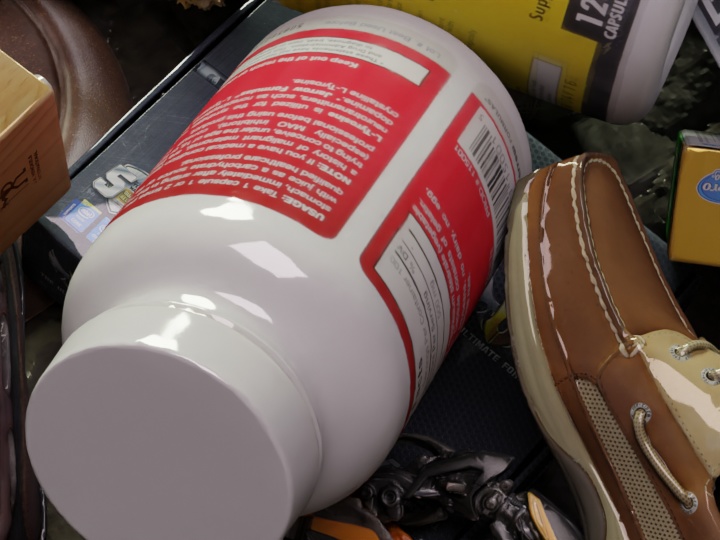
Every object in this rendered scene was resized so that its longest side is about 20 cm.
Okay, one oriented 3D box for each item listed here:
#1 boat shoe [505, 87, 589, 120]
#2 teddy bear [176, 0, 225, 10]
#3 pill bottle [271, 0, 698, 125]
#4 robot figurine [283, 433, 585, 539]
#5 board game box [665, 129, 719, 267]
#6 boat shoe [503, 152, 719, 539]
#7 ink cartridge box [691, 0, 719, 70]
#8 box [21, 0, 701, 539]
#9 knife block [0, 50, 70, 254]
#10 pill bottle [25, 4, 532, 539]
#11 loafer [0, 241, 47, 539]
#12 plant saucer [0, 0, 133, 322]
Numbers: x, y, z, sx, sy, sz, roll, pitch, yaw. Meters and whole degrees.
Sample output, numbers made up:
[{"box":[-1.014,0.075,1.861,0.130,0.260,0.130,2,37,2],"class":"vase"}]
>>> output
[{"box":[0.042,-0.139,1.066,0.059,0.072,0.200,-10,57,-25],"class":"boat shoe"},{"box":[-0.057,-0.157,1.051,0.200,0.067,0.145,-29,50,-9],"class":"teddy bear"},{"box":[0.023,-0.133,0.934,0.200,0.112,0.112,20,60,7],"class":"pill bottle"},{"box":[-0.019,0.117,0.899,0.200,0.058,0.145,17,93,12],"class":"robot figurine"},{"box":[0.211,-0.017,0.963,0.200,0.153,0.040,7,96,6],"class":"board game box"},{"box":[0.107,0.057,0.878,0.074,0.076,0.200,-19,83,30],"class":"boat shoe"},{"box":[0.200,-0.104,1.032,0.198,0.043,0.200,3,50,-40],"class":"ink cartridge box"},{"box":[0.000,0.000,0.991,0.200,0.051,0.158,40,63,11],"class":"box"},{"box":[-0.191,-0.015,0.893,0.200,0.064,0.176,38,66,20],"class":"knife block"},{"box":[-0.025,0.006,0.854,0.112,0.112,0.200,23,37,9],"class":"pill bottle"},{"box":[-0.150,0.015,0.946,0.072,0.063,0.200,-14,77,-10],"class":"loafer"},{"box":[-0.186,-0.057,1.031,0.200,0.032,0.200,3,60,-4],"class":"plant saucer"}]
